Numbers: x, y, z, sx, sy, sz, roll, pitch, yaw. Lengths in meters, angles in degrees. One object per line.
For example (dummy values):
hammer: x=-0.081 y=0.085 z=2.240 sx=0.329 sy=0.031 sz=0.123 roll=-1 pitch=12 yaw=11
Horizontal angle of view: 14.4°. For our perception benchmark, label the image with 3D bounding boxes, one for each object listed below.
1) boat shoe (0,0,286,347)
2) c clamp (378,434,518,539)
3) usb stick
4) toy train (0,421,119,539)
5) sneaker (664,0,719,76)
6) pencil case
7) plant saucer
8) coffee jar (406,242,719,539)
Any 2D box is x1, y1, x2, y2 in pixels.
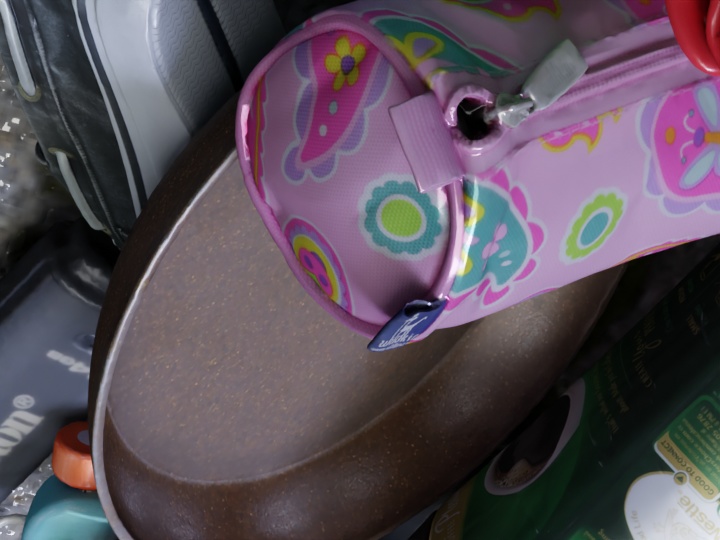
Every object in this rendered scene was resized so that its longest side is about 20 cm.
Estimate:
boat shoe: x=-0.055 y=-0.043 z=0.801 sx=0.071 sy=0.072 sz=0.200 roll=21 pitch=149 yaw=24
c clamp: x=0.063 y=0.122 z=0.972 sx=0.199 sy=0.027 sz=0.172 roll=7 pitch=126 yaw=-3
usb stick: x=-0.130 y=0.055 z=0.906 sx=0.055 sy=0.033 sz=0.200 roll=30 pitch=125 yaw=-26
toy train: x=-0.059 y=0.145 z=0.903 sx=0.150 sy=0.056 sz=0.200 roll=-35 pitch=110 yaw=20
sneaker: x=0.129 y=-0.052 z=0.674 sx=0.078 sy=0.115 sz=0.201 roll=11 pitch=137 yaw=56
pencil case: x=0.066 y=-0.045 z=0.719 sx=0.199 sy=0.087 sz=0.088 roll=-19 pitch=143 yaw=-36
plant saucer: x=0.000 y=0.000 z=0.797 sx=0.200 sy=0.034 sz=0.201 roll=-29 pitch=143 yaw=-25
coffee jar: x=0.092 y=0.066 z=0.833 sx=0.085 sy=0.104 sz=0.200 roll=44 pitch=105 yaw=-8
